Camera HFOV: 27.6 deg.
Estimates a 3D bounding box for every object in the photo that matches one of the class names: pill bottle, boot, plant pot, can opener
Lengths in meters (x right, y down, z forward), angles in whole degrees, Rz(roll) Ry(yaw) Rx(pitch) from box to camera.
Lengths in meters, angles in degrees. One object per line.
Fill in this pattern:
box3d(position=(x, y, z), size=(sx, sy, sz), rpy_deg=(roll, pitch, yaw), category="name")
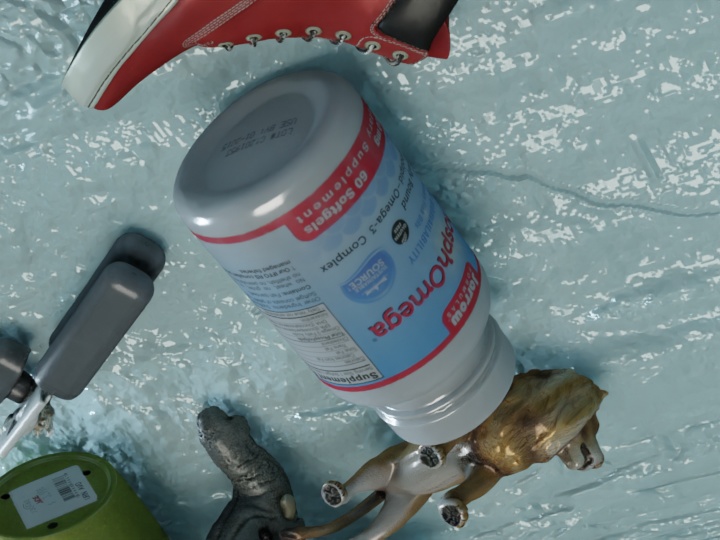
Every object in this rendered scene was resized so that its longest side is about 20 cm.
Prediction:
box3d(position=(0.000, 0.000, 0.771), size=(0.108, 0.109, 0.200), rpy_deg=(-20, 127, 27), category="pill bottle")
box3d(position=(-0.040, -0.116, 0.696), size=(0.144, 0.073, 0.200), rpy_deg=(35, 126, -24), category="boot")
box3d(position=(-0.189, 0.230, 0.998), size=(0.186, 0.187, 0.201), rpy_deg=(-3, 118, 13), category="plant pot")
box3d(position=(-0.185, 0.047, 0.888), size=(0.066, 0.053, 0.200), rpy_deg=(32, 130, -19), category="can opener")

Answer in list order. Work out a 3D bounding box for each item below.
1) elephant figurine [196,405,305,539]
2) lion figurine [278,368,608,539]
box3d(position=(-0.055, 0.213, 0.955), size=(0.200, 0.156, 0.142), rpy_deg=(30, 116, -31), category="elephant figurine")
box3d(position=(0.049, 0.116, 0.887), size=(0.199, 0.122, 0.073), rpy_deg=(-21, 98, 40), category="lion figurine")
